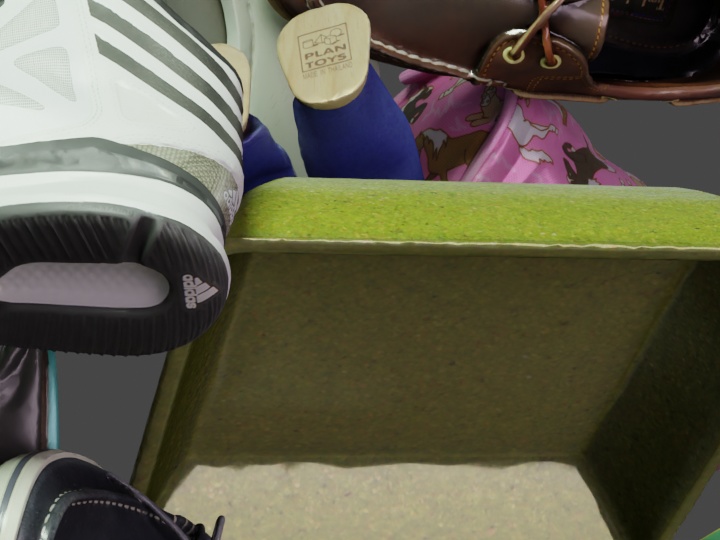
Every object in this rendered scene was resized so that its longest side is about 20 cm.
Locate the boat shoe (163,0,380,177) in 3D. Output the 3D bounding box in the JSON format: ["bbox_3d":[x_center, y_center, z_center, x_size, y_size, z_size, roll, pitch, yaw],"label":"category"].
[{"bbox_3d":[-0.041,-0.086,0.848,0.072,0.060,0.202,-30,125,-35],"label":"boat shoe"}]

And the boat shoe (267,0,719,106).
[{"bbox_3d":[0.063,-0.094,0.838,0.200,0.070,0.070,0,114,-34],"label":"boat shoe"}]

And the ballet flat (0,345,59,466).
[{"bbox_3d":[-0.124,0.008,0.792,0.068,0.068,0.200,7,90,-20],"label":"ballet flat"}]

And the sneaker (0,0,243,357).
[{"bbox_3d":[-0.128,-0.038,0.705,0.076,0.200,0.115,91,6,-46],"label":"sneaker"}]

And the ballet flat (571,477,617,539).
[{"bbox_3d":[0.070,0.138,0.924,0.067,0.067,0.200,4,87,-38],"label":"ballet flat"}]

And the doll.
[{"bbox_3d":[0.000,0.000,0.840,0.136,0.049,0.200,-18,139,1],"label":"doll"}]

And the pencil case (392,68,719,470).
[{"bbox_3d":[0.090,-0.003,0.933,0.200,0.087,0.083,34,94,-31],"label":"pencil case"}]

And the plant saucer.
[{"bbox_3d":[0.026,0.032,0.807,0.200,0.200,0.048,1,54,-16],"label":"plant saucer"}]

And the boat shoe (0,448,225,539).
[{"bbox_3d":[-0.063,0.108,0.778,0.200,0.062,0.075,53,47,-59],"label":"boat shoe"}]

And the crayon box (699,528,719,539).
[{"bbox_3d":[0.120,0.190,0.898,0.200,0.058,0.173,-17,118,-55],"label":"crayon box"}]
